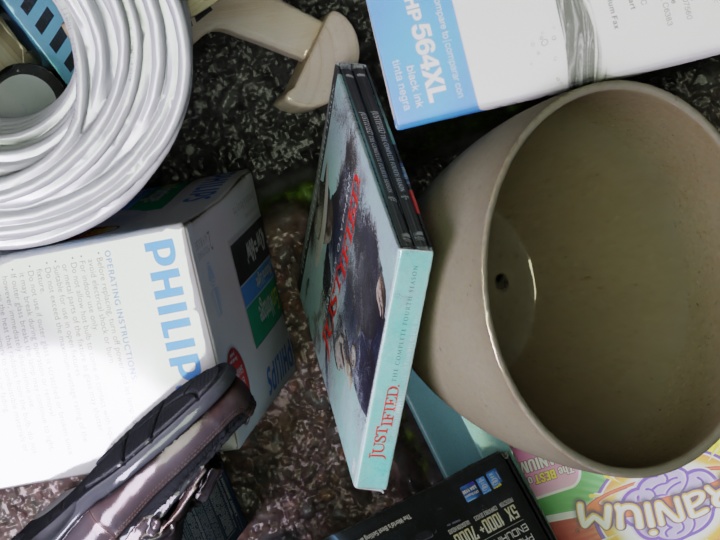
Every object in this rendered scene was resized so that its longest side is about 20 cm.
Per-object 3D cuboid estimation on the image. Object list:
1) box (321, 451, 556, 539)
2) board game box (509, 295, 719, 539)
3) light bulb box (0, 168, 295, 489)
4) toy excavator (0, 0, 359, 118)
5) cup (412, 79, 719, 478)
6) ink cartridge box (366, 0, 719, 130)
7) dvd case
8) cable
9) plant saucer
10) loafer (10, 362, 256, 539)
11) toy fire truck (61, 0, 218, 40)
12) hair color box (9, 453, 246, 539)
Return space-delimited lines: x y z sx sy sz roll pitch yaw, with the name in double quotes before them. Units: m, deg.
"box" 0.028 0.208 1.524 0.086 0.200 0.164 -35 80 45
"board game box" 0.169 0.117 1.617 0.153 0.040 0.200 -25 94 12
"light bulb box" -0.156 0.034 1.576 0.200 0.198 0.125 -11 99 9
"toy excavator" -0.126 -0.128 1.580 0.200 0.100 0.195 -39 96 -11
"cup" 0.094 0.007 1.521 0.143 0.200 0.200 -4 100 52
"ink cartridge box" 0.115 -0.139 1.533 0.200 0.146 0.084 -12 94 11
"dvd case" 0.000 0.000 1.532 0.022 0.200 0.146 4 121 -12
"cable" -0.182 -0.109 1.472 0.200 0.069 0.200 31 100 -1
"plant saucer" 0.074 0.127 1.619 0.019 0.070 0.200 -29 93 -25
"loafer" -0.118 0.127 1.454 0.200 0.072 0.063 -42 100 14
"toy fire truck" -0.087 -0.212 1.529 0.176 0.200 0.129 44 139 0
"hair color box" -0.134 0.154 1.589 0.100 0.200 0.061 -22 95 12
